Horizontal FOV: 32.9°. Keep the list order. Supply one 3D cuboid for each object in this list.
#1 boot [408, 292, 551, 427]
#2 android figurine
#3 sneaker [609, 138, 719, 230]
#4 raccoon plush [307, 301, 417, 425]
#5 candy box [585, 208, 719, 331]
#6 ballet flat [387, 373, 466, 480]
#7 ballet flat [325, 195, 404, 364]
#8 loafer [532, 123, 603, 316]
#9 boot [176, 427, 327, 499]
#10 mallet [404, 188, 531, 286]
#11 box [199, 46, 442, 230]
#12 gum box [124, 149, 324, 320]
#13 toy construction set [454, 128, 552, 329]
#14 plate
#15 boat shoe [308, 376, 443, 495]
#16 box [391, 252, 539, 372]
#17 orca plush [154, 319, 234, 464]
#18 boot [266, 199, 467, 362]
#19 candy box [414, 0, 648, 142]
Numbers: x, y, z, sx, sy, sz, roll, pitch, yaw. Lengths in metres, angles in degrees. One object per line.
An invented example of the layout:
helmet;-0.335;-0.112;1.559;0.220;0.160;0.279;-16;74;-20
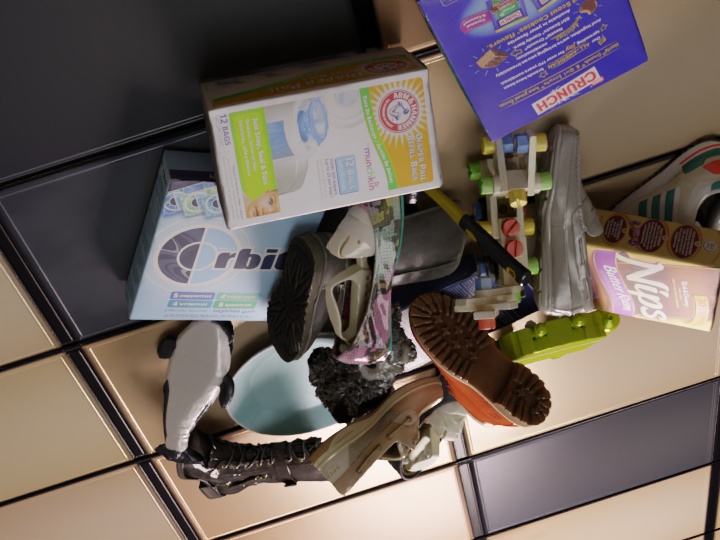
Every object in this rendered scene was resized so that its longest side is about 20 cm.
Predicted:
boot;0.114;0.110;1.385;0.200;0.075;0.107;45;154;-12
android figurine;0.219;0.082;1.445;0.179;0.042;0.200;-14;168;-3
sneaker;0.346;-0.051;1.357;0.070;0.094;0.200;22;126;-39
raccoon plush;0.026;0.099;1.394;0.133;0.098;0.200;-36;167;18
candy box;0.298;-0.005;1.348;0.197;0.057;0.117;10;144;17
ballet flat;0.098;0.204;1.579;0.072;0.074;0.201;11;132;-31
ballet flat;0.000;0.000;1.182;0.070;0.069;0.203;-7;113;-28
loafer;0.219;-0.052;1.275;0.069;0.070;0.203;-1;107;-3
boot;-0.126;0.223;1.492;0.171;0.070;0.200;-9;152;10
mallet;0.095;-0.047;1.193;0.041;0.201;0.066;-27;152;-25
box;-0.036;-0.122;1.094;0.197;0.102;0.114;-11;113;-8
gum box;-0.137;-0.030;1.236;0.167;0.045;0.201;1;138;-24
toy construction set;0.148;-0.039;1.242;0.091;0.203;0.131;9;179;-7
plate;-0.068;0.131;1.465;0.197;0.026;0.202;-10;141;-8
boat shoe;0.031;0.183;1.357;0.199;0.065;0.072;-27;162;-42
box;0.104;0.045;1.412;0.198;0.033;0.121;-25;141;21
orca plush;-0.172;0.127;1.380;0.071;0.104;0.203;-31;132;-56
boot;0.008;0.009;1.293;0.198;0.073;0.183;-17;147;-36
candy box;0.147;-0.232;1.085;0.167;0.078;0.200;-27;139;9
